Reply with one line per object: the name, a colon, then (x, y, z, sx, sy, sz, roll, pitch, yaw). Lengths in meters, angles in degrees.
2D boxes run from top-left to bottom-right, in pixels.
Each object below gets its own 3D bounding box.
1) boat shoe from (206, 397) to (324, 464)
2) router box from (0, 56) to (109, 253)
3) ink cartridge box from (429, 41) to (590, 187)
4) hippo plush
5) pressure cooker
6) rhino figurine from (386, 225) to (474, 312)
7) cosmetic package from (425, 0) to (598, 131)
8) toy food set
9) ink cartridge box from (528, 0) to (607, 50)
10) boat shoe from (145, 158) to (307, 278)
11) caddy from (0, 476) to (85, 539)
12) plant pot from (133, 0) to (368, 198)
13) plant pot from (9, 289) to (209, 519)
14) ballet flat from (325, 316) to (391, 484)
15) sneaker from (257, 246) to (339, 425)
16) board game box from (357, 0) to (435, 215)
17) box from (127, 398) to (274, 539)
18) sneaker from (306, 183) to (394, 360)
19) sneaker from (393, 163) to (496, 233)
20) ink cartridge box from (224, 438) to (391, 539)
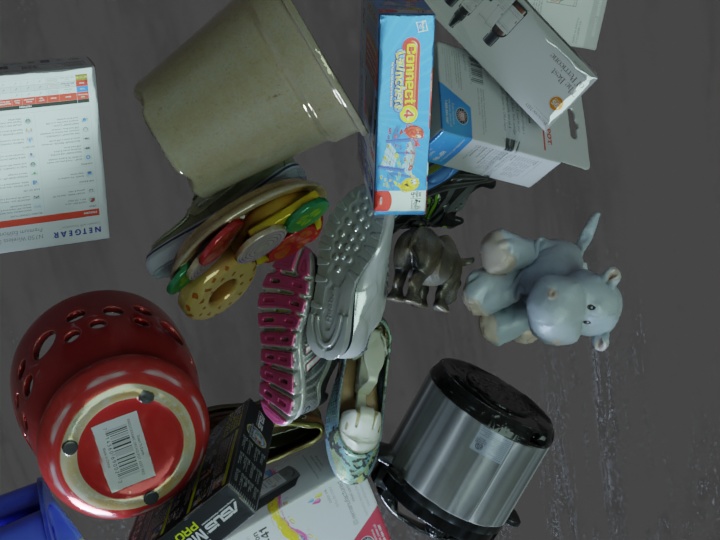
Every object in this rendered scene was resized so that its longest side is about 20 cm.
boat shoe: (-0.138, 0.195, 1.421, 0.197, 0.068, 0.073, -20, 119, -14)
router box: (-0.357, -0.110, 1.219, 0.197, 0.049, 0.183, -8, 113, -20)
ink cartridge box: (0.155, -0.168, 1.376, 0.197, 0.068, 0.118, 12, 62, -26)
hippo plush: (0.235, 0.044, 1.462, 0.197, 0.161, 0.162, -7, 120, -27)
pressure cooker: (0.116, 0.229, 1.479, 0.178, 0.175, 0.202, 11, 110, -56)
rhino figurine: (0.086, 0.001, 1.407, 0.199, 0.059, 0.089, 16, 84, -67)
cosmetic package: (0.157, -0.250, 1.316, 0.200, 0.051, 0.083, 44, 108, -5)
toy food set: (-0.116, -0.027, 1.293, 0.198, 0.198, 0.049, -31, 76, -9)
ink cartridge box: (0.202, -0.357, 1.367, 0.173, 0.045, 0.203, 3, 109, -23)
boat shoe: (-0.151, -0.064, 1.324, 0.198, 0.072, 0.063, -33, 77, -1)
caddy: (-0.346, 0.325, 1.342, 0.103, 0.142, 0.203, -14, 115, -12)
plant pot: (-0.119, -0.177, 1.230, 0.182, 0.201, 0.202, -31, 120, 3)
plant pot: (-0.256, 0.144, 1.289, 0.197, 0.182, 0.204, -9, 113, -22)
ballet flat: (0.000, 0.144, 1.419, 0.073, 0.074, 0.204, 7, 80, -25)
sneaker: (-0.065, 0.073, 1.406, 0.087, 0.073, 0.204, -2, 96, -52)
board game box: (0.034, -0.183, 1.271, 0.055, 0.200, 0.199, 0, 112, -5)
box: (-0.170, 0.237, 1.297, 0.160, 0.200, 0.044, -39, 104, 12)
sneaker: (0.000, 0.000, 1.353, 0.080, 0.076, 0.203, 1, 111, -50)
sneaker: (0.076, -0.072, 1.409, 0.198, 0.071, 0.083, -34, 113, -11)
ink cartridge box: (-0.076, 0.314, 1.486, 0.198, 0.086, 0.149, -28, 119, -13)
